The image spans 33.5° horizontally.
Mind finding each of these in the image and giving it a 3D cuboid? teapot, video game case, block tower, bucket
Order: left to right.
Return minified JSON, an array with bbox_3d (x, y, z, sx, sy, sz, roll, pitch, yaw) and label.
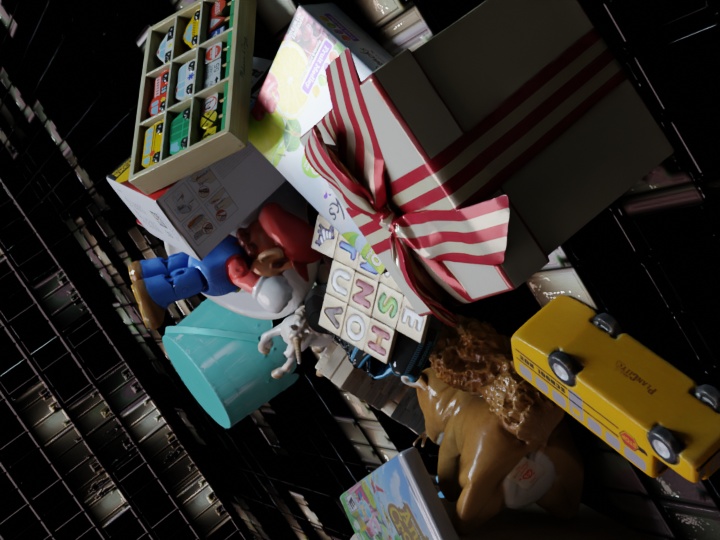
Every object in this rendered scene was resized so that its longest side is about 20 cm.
[{"bbox_3d":[-0.206,0.134,1.865,0.207,0.134,0.208,45,158,23],"label":"bucket"},{"bbox_3d":[-0.119,-0.052,1.369,0.198,0.147,0.198,2,141,41],"label":"teapot"},{"bbox_3d":[0.025,0.128,1.353,0.054,0.058,0.200,33,176,38],"label":"block tower"},{"bbox_3d":[0.055,0.290,1.169,0.202,0.022,0.182,65,152,13],"label":"video game case"}]

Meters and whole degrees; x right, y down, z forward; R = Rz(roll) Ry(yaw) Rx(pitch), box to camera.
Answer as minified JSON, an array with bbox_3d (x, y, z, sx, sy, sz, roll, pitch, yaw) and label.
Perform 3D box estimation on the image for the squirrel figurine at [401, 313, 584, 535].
[{"bbox_3d":[0.122,0.131,1.177,0.187,0.140,0.202,-129,37,-53],"label":"squirrel figurine"}]

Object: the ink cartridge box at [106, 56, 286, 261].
[{"bbox_3d":[-0.150,-0.123,1.222,0.175,0.200,0.084,22,153,54],"label":"ink cartridge box"}]

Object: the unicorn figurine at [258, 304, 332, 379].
[{"bbox_3d":[-0.055,0.076,1.377,0.074,0.199,0.137,53,134,12],"label":"unicorn figurine"}]

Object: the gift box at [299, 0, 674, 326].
[{"bbox_3d":[0.074,-0.088,0.813,0.185,0.186,0.200,53,161,0],"label":"gift box"}]

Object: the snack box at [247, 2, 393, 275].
[{"bbox_3d":[-0.004,-0.117,1.042,0.200,0.053,0.143,45,127,22],"label":"snack box"}]

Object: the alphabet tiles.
[{"bbox_3d":[0.015,-0.027,1.096,0.166,0.007,0.202,26,109,42],"label":"alphabet tiles"}]

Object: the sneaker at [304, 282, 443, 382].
[{"bbox_3d":[0.000,0.060,1.163,0.073,0.083,0.199,23,167,-31],"label":"sneaker"}]

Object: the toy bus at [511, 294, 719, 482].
[{"bbox_3d":[0.214,0.100,0.978,0.200,0.065,0.079,38,155,36],"label":"toy bus"}]

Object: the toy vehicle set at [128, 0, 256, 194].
[{"bbox_3d":[-0.158,-0.178,1.139,0.026,0.123,0.202,39,-141,-43],"label":"toy vehicle set"}]

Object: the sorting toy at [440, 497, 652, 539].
[{"bbox_3d":[0.170,0.286,1.174,0.198,0.198,0.071,20,106,57],"label":"sorting toy"}]

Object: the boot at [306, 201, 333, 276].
[{"bbox_3d":[0.000,0.000,1.242,0.201,0.072,0.166,61,176,3],"label":"boot"}]

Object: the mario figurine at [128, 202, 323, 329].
[{"bbox_3d":[-0.128,0.010,1.218,0.106,0.198,0.125,81,170,-66],"label":"mario figurine"}]

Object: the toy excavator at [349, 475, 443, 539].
[{"bbox_3d":[0.091,0.289,1.362,0.100,0.199,0.194,59,168,-15],"label":"toy excavator"}]
